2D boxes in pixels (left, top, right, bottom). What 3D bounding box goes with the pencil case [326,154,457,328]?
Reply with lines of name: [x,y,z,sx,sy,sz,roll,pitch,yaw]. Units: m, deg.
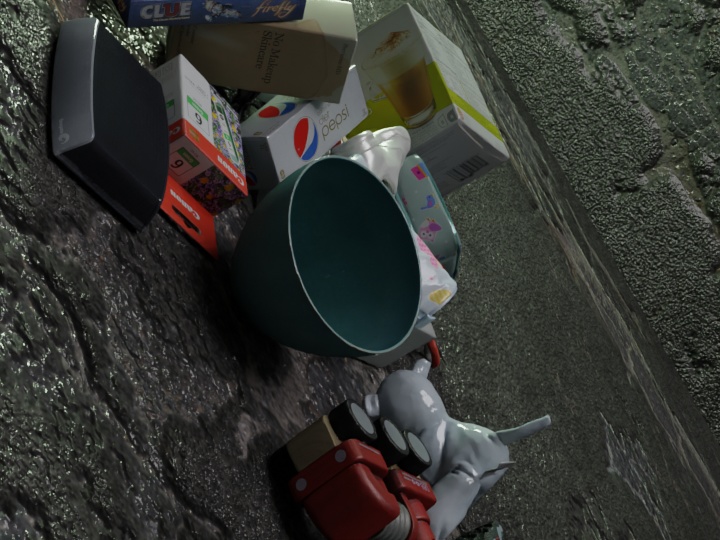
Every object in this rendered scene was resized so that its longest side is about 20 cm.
pencil case: [0.020,-0.031,1.489,0.200,0.083,0.091,52,8,-11]

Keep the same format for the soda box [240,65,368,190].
soda box: [-0.071,-0.166,1.565,0.200,0.064,0.068,-47,130,-46]

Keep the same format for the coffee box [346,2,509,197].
coffee box: [0.056,-0.214,1.904,0.200,0.200,0.198,22,42,-62]

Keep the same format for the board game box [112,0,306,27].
board game box: [-0.173,-0.314,1.456,0.200,0.035,0.136,-9,48,-28]

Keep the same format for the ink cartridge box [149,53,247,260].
ink cartridge box: [-0.166,-0.118,1.403,0.109,0.050,0.200,46,23,-41]

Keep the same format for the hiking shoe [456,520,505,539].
hiking shoe: [0.140,0.341,1.531,0.087,0.074,0.200,63,18,6]

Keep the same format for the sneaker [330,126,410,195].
sneaker: [0.022,-0.121,1.655,0.089,0.075,0.200,64,21,0]

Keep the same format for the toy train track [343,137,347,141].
toy train track: [-0.049,-0.216,1.804,0.033,0.115,0.200,-18,57,-30]

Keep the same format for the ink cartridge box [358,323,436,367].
ink cartridge box: [0.000,0.000,1.630,0.145,0.083,0.200,29,36,-59]

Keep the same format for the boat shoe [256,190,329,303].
boat shoe: [-0.064,-0.030,1.530,0.066,0.072,0.200,61,7,-53]

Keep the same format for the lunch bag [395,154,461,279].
lunch bag: [0.065,-0.053,1.800,0.200,0.077,0.161,95,-28,-66]

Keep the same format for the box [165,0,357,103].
box: [-0.111,-0.255,1.511,0.200,0.095,0.078,6,42,-12]

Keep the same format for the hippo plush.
hippo plush: [0.061,0.192,1.441,0.161,0.200,0.159,43,53,9]

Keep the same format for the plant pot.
plant pot: [-0.052,0.000,1.372,0.200,0.135,0.200,26,56,-44]

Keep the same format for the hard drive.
hard drive: [-0.231,-0.144,1.279,0.135,0.042,0.200,46,24,-39]

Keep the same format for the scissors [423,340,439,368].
scissors: [0.085,0.065,1.748,0.200,0.014,0.073,88,-21,-65]

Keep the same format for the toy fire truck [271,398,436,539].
toy fire truck: [0.011,0.249,1.283,0.176,0.129,0.200,35,22,-53]

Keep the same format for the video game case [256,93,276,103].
video game case: [-0.143,-0.281,1.664,0.200,0.022,0.182,21,41,-38]

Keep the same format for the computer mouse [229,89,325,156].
computer mouse: [-0.102,-0.151,1.617,0.200,0.044,0.110,52,50,-46]

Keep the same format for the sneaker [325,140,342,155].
sneaker: [-0.057,-0.172,1.747,0.082,0.077,0.200,38,30,-64]
